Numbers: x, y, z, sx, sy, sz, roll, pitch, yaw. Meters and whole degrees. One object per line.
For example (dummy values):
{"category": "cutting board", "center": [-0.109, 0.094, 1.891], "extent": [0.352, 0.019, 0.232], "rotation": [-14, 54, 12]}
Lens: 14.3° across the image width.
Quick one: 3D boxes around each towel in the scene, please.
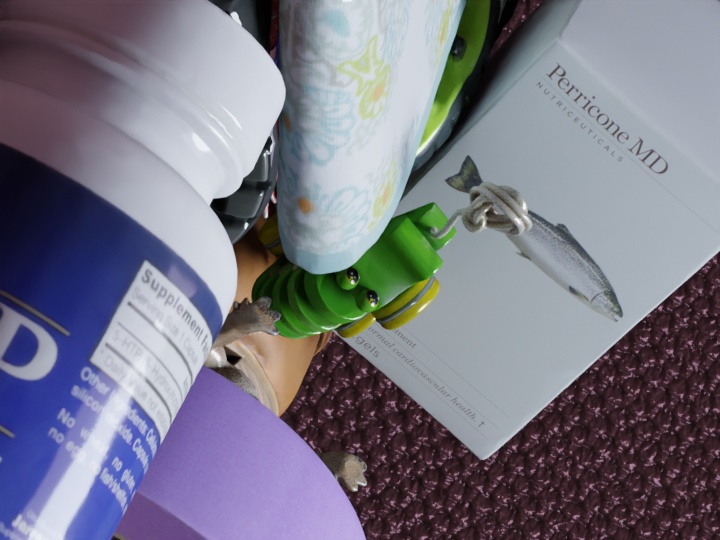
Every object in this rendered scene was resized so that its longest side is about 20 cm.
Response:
{"category": "towel", "center": [0.008, -0.124, 1.101], "extent": [0.172, 0.048, 0.201], "rotation": [87, 17, -53]}

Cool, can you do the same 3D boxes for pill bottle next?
{"category": "pill bottle", "center": [-0.105, 0.013, 0.828], "extent": [0.201, 0.119, 0.120], "rotation": [-63, 178, -18]}

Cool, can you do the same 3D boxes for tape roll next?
{"category": "tape roll", "center": [-0.099, 0.111, 1.115], "extent": [0.066, 0.199, 0.200], "rotation": [-62, 178, -39]}

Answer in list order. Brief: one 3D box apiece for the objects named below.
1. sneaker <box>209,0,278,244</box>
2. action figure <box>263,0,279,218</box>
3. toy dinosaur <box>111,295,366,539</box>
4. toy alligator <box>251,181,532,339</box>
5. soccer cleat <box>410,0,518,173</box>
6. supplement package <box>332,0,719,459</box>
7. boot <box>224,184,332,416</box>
{"category": "sneaker", "center": [-0.057, -0.090, 1.044], "extent": [0.079, 0.075, 0.201], "rotation": [-73, 173, -49]}
{"category": "action figure", "center": [-0.042, -0.097, 1.183], "extent": [0.200, 0.065, 0.099], "rotation": [-60, 167, -65]}
{"category": "toy dinosaur", "center": [-0.089, 0.073, 1.184], "extent": [0.136, 0.199, 0.086], "rotation": [-43, -140, 39]}
{"category": "toy alligator", "center": [0.000, 0.000, 1.171], "extent": [0.054, 0.059, 0.200], "rotation": [-45, -166, -24]}
{"category": "soccer cleat", "center": [0.039, -0.112, 1.253], "extent": [0.081, 0.067, 0.201], "rotation": [65, 38, -53]}
{"category": "supplement package", "center": [0.085, -0.034, 1.266], "extent": [0.200, 0.117, 0.117], "rotation": [-46, -173, 38]}
{"category": "boot", "center": [-0.062, -0.023, 1.290], "extent": [0.155, 0.073, 0.201], "rotation": [-49, 142, -45]}
